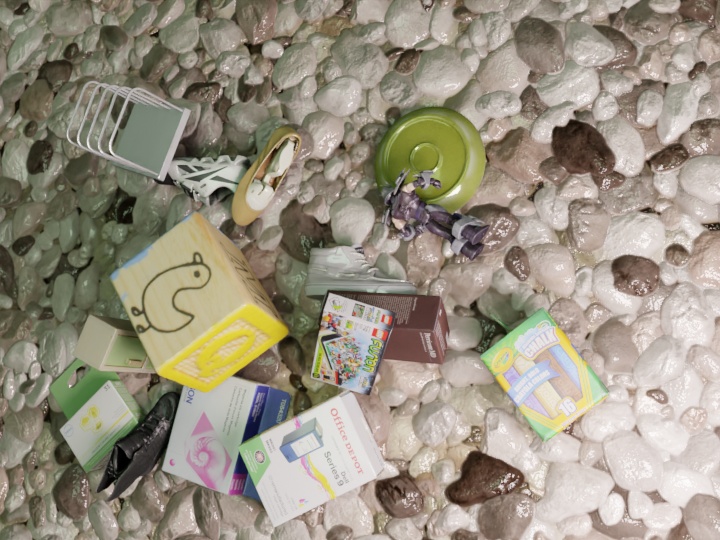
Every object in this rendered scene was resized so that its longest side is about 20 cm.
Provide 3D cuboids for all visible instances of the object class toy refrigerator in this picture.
[{"bbox_3d":[-0.404,0.134,1.361,0.069,0.200,0.077,23,88,19],"label":"toy refrigerator"}]

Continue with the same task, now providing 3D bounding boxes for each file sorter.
[{"bbox_3d":[-0.437,-0.266,1.435,0.199,0.124,0.140,19,88,45],"label":"file sorter"}]

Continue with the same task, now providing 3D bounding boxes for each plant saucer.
[{"bbox_3d":[0.114,-0.189,1.328,0.197,0.031,0.203,-3,81,19],"label":"plant saucer"}]

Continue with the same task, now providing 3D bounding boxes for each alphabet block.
[{"bbox_3d":[-0.269,0.059,1.311,0.195,0.196,0.201,-37,66,3],"label":"alphabet block"}]

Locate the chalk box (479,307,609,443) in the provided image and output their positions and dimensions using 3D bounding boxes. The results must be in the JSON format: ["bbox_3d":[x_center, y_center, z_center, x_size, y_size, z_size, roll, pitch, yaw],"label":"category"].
[{"bbox_3d":[0.269,0.140,1.176,0.123,0.124,0.201,-37,73,10],"label":"chalk box"}]

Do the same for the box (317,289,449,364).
[{"bbox_3d":[0.039,0.092,1.264,0.197,0.101,0.076,1,52,19],"label":"box"}]

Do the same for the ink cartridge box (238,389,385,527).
[{"bbox_3d":[-0.079,0.307,1.276,0.198,0.087,0.147,-27,83,9],"label":"ink cartridge box"}]

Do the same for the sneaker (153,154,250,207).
[{"bbox_3d":[-0.303,-0.162,1.439,0.197,0.074,0.090,-2,79,19],"label":"sneaker"}]

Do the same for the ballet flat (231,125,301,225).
[{"bbox_3d":[-0.169,-0.169,1.393,0.063,0.068,0.202,27,91,53],"label":"ballet flat"}]

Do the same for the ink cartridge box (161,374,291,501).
[{"bbox_3d":[-0.239,0.285,1.368,0.198,0.043,0.199,12,85,21],"label":"ink cartridge box"}]

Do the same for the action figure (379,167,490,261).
[{"bbox_3d":[0.113,-0.090,1.275,0.199,0.069,0.131,32,135,17],"label":"action figure"}]

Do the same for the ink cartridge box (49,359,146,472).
[{"bbox_3d":[-0.508,0.254,1.459,0.145,0.048,0.200,-43,74,9],"label":"ink cartridge box"}]

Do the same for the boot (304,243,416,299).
[{"bbox_3d":[0.000,0.000,1.315,0.197,0.074,0.097,1,79,14],"label":"boot"}]

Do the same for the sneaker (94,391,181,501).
[{"bbox_3d":[-0.393,0.310,1.380,0.060,0.104,0.202,27,91,20],"label":"sneaker"}]

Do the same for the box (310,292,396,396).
[{"bbox_3d":[-0.015,0.121,1.231,0.109,0.201,0.035,16,51,3],"label":"box"}]
